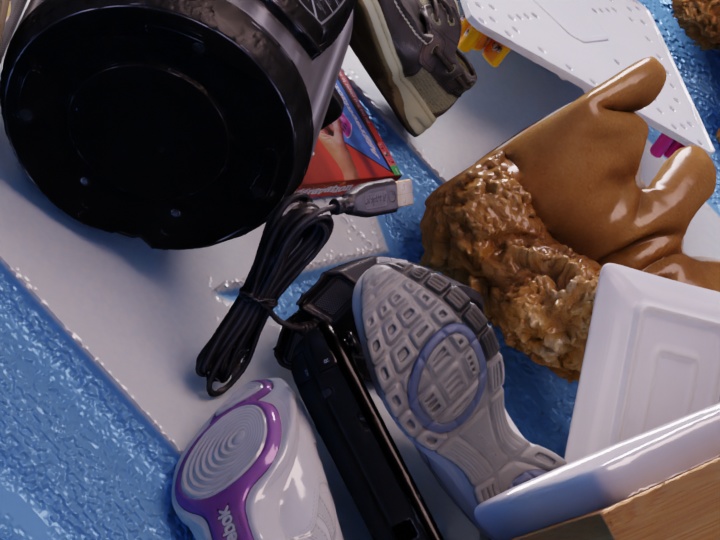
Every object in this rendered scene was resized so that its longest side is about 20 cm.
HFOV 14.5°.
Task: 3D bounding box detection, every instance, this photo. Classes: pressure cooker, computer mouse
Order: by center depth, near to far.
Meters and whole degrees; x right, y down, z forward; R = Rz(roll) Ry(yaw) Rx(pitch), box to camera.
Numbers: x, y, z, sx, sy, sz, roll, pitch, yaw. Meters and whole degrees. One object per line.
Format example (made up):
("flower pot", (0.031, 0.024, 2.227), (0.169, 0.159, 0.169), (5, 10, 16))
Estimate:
("pressure cooker", (-0.095, -0.133, 1.537), (0.178, 0.176, 0.200), (10, 39, 6))
("computer mouse", (0.000, 0.000, 1.543), (0.200, 0.141, 0.046), (-1, 40, -44))

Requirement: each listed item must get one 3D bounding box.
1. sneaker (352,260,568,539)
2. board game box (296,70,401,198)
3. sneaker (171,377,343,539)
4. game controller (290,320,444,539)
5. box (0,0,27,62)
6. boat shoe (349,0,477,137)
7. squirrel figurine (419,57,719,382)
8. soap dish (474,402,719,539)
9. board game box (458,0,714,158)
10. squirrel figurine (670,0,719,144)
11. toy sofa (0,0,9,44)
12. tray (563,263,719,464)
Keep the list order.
("sneaker", (0.048, 0.081, 1.531), (0.074, 0.087, 0.200), (-36, 110, -16))
("board game box", (-0.059, -0.131, 1.697), (0.103, 0.019, 0.200), (-9, 63, -48))
("sneaker", (-0.043, 0.145, 1.433), (0.100, 0.075, 0.200), (48, 25, -41))
("game controller", (0.021, 0.119, 1.476), (0.200, 0.042, 0.104), (63, 6, 5))
("box", (-0.250, -0.201, 1.554), (0.160, 0.044, 0.200), (34, 38, -16))
("boat shoe", (0.027, -0.145, 1.675), (0.072, 0.066, 0.201), (53, -2, 23))
("squirrel figurine", (0.140, 0.002, 1.692), (0.200, 0.141, 0.187), (-34, 92, -39))
("soap dish", (0.171, 0.119, 1.459), (0.200, 0.157, 0.081), (-21, 86, -28))
("board game box", (0.129, -0.161, 1.866), (0.200, 0.026, 0.200), (27, 25, -25))
("squirrel figurine", (0.291, -0.170, 2.012), (0.200, 0.142, 0.187), (33, 47, 5))
("toy sofa", (-0.217, -0.202, 1.497), (0.083, 0.098, 0.200), (10, 45, -6))
("tray", (0.163, 0.103, 1.599), (0.107, 0.022, 0.201), (14, 85, -37))
